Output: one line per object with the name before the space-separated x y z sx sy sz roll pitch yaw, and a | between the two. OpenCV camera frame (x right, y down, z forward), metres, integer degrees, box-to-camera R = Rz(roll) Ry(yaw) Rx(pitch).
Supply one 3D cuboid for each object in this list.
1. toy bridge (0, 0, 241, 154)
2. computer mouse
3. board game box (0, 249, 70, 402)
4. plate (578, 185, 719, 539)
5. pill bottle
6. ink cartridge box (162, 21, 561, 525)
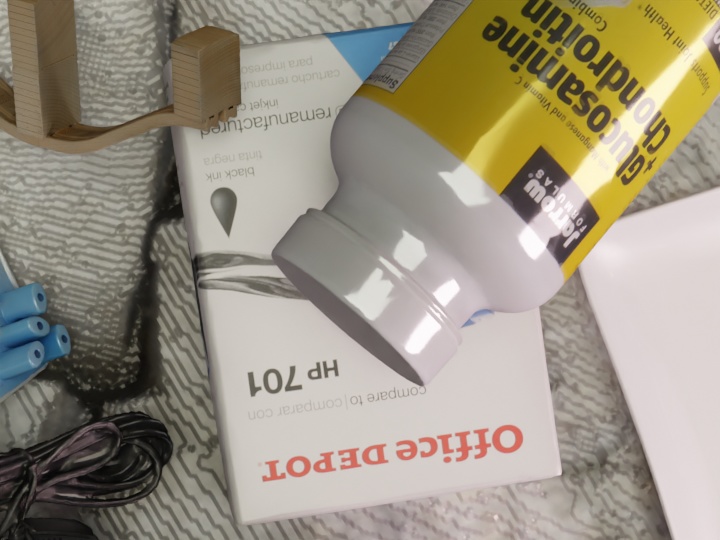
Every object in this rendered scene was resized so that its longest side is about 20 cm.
toy bridge | -0.135 -0.087 0.923 0.199 0.027 0.068 17 122 32
computer mouse | -0.142 0.163 0.940 0.138 0.053 0.202 -13 106 -41
board game box | -0.212 -0.014 0.874 0.026 0.200 0.201 -17 104 31
plate | 0.216 0.047 0.990 0.199 0.032 0.201 -19 92 -4
pill bottle | 0.059 -0.056 0.858 0.112 0.112 0.200 40 83 -3
ink cartridge box | 0.000 0.000 0.949 0.145 0.086 0.202 -9 88 -5
